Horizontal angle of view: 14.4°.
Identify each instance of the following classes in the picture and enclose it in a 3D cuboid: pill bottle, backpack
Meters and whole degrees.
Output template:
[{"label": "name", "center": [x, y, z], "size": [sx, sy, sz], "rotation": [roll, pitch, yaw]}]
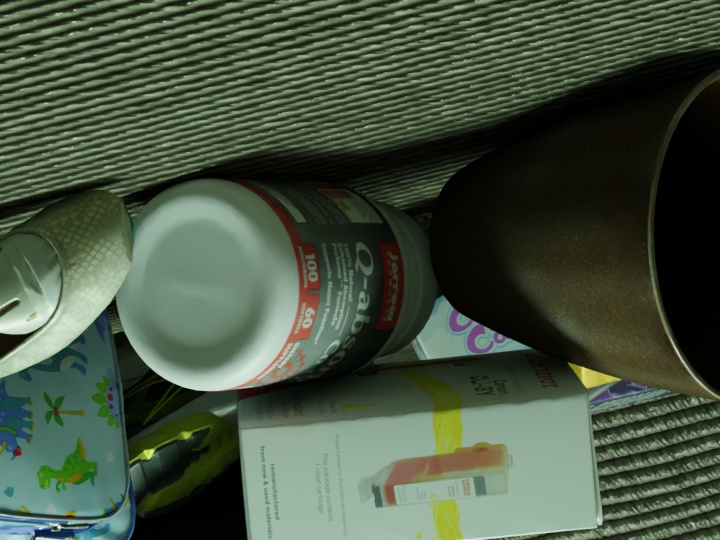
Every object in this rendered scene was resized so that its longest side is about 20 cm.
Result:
[{"label": "pill bottle", "center": [-0.041, 0.006, 1.613], "size": [0.115, 0.117, 0.200], "rotation": [-17, 173, 28]}, {"label": "backpack", "center": [-0.236, 0.088, 1.643], "size": [0.199, 0.184, 0.147], "rotation": [0, 161, -27]}]

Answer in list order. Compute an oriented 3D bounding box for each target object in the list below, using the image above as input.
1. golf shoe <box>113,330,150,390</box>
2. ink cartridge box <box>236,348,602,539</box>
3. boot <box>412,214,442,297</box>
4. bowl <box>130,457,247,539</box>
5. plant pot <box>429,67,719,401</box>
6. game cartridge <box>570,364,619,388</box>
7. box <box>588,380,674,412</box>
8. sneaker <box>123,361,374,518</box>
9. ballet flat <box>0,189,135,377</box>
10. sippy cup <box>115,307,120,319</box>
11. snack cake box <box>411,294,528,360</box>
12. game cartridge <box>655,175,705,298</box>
[{"label": "golf shoe", "center": [-0.137, 0.077, 1.813], "size": [0.200, 0.097, 0.078], "rotation": [-37, -172, 20]}, {"label": "ink cartridge box", "center": [0.030, 0.103, 1.635], "size": [0.199, 0.084, 0.145], "rotation": [-5, -171, -2]}, {"label": "boot", "center": [0.000, 0.000, 1.855], "size": [0.155, 0.073, 0.200], "rotation": [-16, 167, -25]}, {"label": "bowl", "center": [-0.069, 0.154, 1.740], "size": [0.199, 0.040, 0.201], "rotation": [-8, -153, 4]}, {"label": "plant pot", "center": [0.143, -0.019, 1.630], "size": [0.199, 0.188, 0.186], "rotation": [0, -176, 43]}, {"label": "game cartridge", "center": [0.222, 0.000, 2.014], "size": [0.199, 0.033, 0.177], "rotation": [-12, -142, -10]}, {"label": "box", "center": [0.158, 0.033, 2.129], "size": [0.199, 0.149, 0.104], "rotation": [-13, 173, -16]}, {"label": "sneaker", "center": [-0.083, 0.070, 1.746], "size": [0.199, 0.085, 0.075], "rotation": [-27, 139, -20]}, {"label": "ballet flat", "center": [-0.201, 0.030, 1.502], "size": [0.200, 0.068, 0.062], "rotation": [-39, 169, 21]}, {"label": "sippy cup", "center": [-0.213, 0.112, 2.006], "size": [0.178, 0.130, 0.140], "rotation": [-31, 144, -43]}, {"label": "snack cake box", "center": [0.132, 0.019, 1.885], "size": [0.199, 0.067, 0.115], "rotation": [-27, 175, -2]}, {"label": "game cartridge", "center": [0.241, -0.035, 1.774], "size": [0.040, 0.134, 0.199], "rotation": [-28, 165, 39]}]
